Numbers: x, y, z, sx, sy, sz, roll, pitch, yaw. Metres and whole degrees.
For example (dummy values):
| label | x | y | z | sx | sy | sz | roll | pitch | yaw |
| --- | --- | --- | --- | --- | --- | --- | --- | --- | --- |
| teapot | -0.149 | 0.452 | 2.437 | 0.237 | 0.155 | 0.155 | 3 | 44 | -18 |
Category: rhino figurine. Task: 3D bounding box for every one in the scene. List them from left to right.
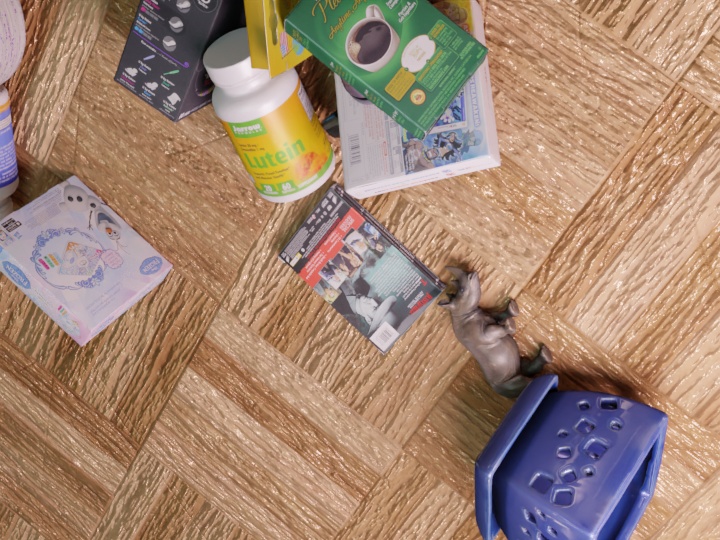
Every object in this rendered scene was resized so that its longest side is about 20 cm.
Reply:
| label | x | y | z | sx | sy | sz | roll | pitch | yaw |
| --- | --- | --- | --- | --- | --- | --- | --- | --- | --- |
| rhino figurine | 0.164 | 0.078 | 1.616 | 0.087 | 0.060 | 0.201 | -32 | 96 | 32 |

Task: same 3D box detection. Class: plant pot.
| label | x | y | z | sx | sy | sz | roll | pitch | yaw |
| --- | --- | --- | --- | --- | --- | --- | --- | --- | --- |
| plant pot | 0.250 | 0.259 | 1.557 | 0.179 | 0.200 | 0.201 | 24 | 147 | 24 |

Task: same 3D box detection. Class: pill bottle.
| label | x | y | z | sx | sy | sz | roll | pitch | yaw |
| --- | --- | --- | --- | --- | --- | --- | --- | --- | --- |
| pill bottle | -0.555 | -0.164 | 1.831 | 0.111 | 0.112 | 0.202 | 12 | 119 | 21 |
| pill bottle | -0.115 | -0.192 | 1.555 | 0.110 | 0.112 | 0.201 | -2 | 134 | 28 |

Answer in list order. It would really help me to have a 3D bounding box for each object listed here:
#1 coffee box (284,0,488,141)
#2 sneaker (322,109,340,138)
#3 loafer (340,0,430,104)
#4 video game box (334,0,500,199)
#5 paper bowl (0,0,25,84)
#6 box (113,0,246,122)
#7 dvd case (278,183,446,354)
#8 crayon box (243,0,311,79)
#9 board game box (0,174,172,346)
| label | x | y | z | sx | sy | sz | roll | pitch | yaw |
| --- | --- | --- | --- | --- | --- | --- | --- | --- | --- |
| coffee box | 0.028 | -0.252 | 1.389 | 0.199 | 0.044 | 0.123 | 37 | 81 | 1 |
| sneaker | 0.044 | -0.173 | 1.543 | 0.198 | 0.073 | 0.083 | -3 | 116 | 30 |
| loafer | 0.028 | -0.290 | 1.438 | 0.071 | 0.063 | 0.202 | 17 | 86 | 28 |
| video game box | 0.061 | -0.200 | 1.462 | 0.180 | 0.047 | 0.202 | -12 | 74 | 25 |
| paper bowl | -0.547 | -0.345 | 1.741 | 0.199 | 0.104 | 0.203 | 12 | 120 | 22 |
| box | -0.209 | -0.306 | 1.575 | 0.106 | 0.122 | 0.201 | 34 | 125 | 8 |
| dvd case | 0.000 | 0.000 | 1.685 | 0.200 | 0.022 | 0.146 | 43 | 126 | 3 |
| crayon box | -0.081 | -0.311 | 1.458 | 0.050 | 0.200 | 0.128 | 8 | 118 | 23 |
| board game box | -0.394 | -0.018 | 1.768 | 0.199 | 0.200 | 0.043 | 42 | 128 | 3 |
